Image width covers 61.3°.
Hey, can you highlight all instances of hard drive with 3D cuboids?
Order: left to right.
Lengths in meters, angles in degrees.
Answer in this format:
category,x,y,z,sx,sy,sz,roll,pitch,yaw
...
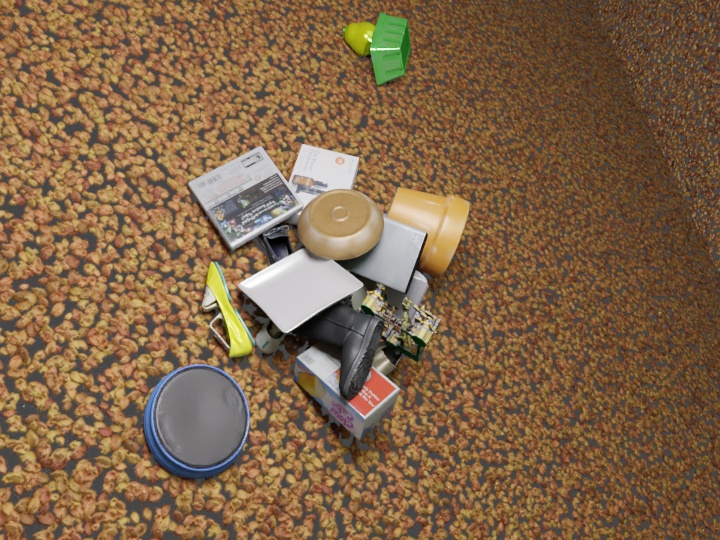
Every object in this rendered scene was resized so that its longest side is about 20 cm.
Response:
category,x,y,z,sx,sy,sz,roll,pitch,yaw
hard drive,0.038,-0.050,1.362,0.195,0.033,0.144,21,87,18

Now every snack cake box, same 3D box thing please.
category,x,y,z,sx,sy,sz,roll,pitch,yaw
snack cake box,-0.031,0.231,1.241,0.198,0.069,0.114,36,42,27

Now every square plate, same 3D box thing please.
category,x,y,z,sx,sy,sz,roll,pitch,yaw
square plate,-0.124,0.037,1.241,0.195,0.029,0.199,-29,43,-26

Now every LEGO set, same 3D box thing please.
category,x,y,z,sx,sy,sz,roll,pitch,yaw
LEGO set,0.098,0.095,1.334,0.196,0.156,0.117,25,62,24

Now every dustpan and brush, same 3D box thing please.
category,x,y,z,sx,sy,sz,roll,pitch,yaw
dustpan and brush,0.060,0.025,1.458,0.196,0.142,0.057,28,33,6

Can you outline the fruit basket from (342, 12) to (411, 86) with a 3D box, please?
category,x,y,z,sx,sy,sz,roll,pitch,yaw
fruit basket,0.046,-0.690,1.869,0.208,0.158,0.221,-8,49,9

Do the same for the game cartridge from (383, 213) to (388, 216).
category,x,y,z,sx,sy,sz,roll,pitch,yaw
game cartridge,0.063,-0.053,1.551,0.130,0.041,0.206,-6,68,-33

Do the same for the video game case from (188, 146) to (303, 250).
category,x,y,z,sx,sy,sz,roll,pitch,yaw
video game case,-0.253,-0.165,1.350,0.197,0.023,0.183,-32,75,-25

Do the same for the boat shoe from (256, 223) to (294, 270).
category,x,y,z,sx,sy,sz,roll,pitch,yaw
boat shoe,-0.191,-0.072,1.365,0.073,0.062,0.205,-7,67,-35

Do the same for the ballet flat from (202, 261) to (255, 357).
category,x,y,z,sx,sy,sz,roll,pitch,yaw
ballet flat,-0.278,0.081,1.216,0.066,0.067,0.204,-24,80,-19

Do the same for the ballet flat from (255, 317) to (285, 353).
category,x,y,z,sx,sy,sz,roll,pitch,yaw
ballet flat,-0.156,0.090,1.292,0.069,0.069,0.202,38,48,-9

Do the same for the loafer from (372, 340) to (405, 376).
category,x,y,z,sx,sy,sz,roll,pitch,yaw
loafer,0.036,0.211,1.352,0.075,0.070,0.200,46,48,-2

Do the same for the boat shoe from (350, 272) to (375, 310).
category,x,y,z,sx,sy,sz,roll,pitch,yaw
boat shoe,0.000,-0.001,1.426,0.069,0.070,0.207,20,90,-52

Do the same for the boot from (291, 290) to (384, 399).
category,x,y,z,sx,sy,sz,roll,pitch,yaw
boot,-0.065,0.143,1.216,0.169,0.195,0.066,-64,151,-13

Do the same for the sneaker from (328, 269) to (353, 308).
category,x,y,z,sx,sy,sz,roll,pitch,yaw
sneaker,-0.041,0.074,1.298,0.074,0.117,0.200,-1,36,-32

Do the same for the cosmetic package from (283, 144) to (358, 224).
category,x,y,z,sx,sy,sz,roll,pitch,yaw
cosmetic package,-0.095,-0.194,1.440,0.146,0.052,0.205,14,60,1

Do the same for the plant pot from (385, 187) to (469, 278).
category,x,y,z,sx,sy,sz,roll,pitch,yaw
plant pot,0.150,-0.111,1.510,0.178,0.202,0.204,22,51,-1

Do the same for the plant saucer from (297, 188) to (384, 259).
category,x,y,z,sx,sy,sz,roll,pitch,yaw
plant saucer,-0.044,-0.114,1.331,0.192,0.036,0.205,-1,53,1

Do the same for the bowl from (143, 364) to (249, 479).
category,x,y,z,sx,sy,sz,roll,pitch,yaw
bowl,-0.293,0.270,1.107,0.195,0.039,0.207,17,56,-26
